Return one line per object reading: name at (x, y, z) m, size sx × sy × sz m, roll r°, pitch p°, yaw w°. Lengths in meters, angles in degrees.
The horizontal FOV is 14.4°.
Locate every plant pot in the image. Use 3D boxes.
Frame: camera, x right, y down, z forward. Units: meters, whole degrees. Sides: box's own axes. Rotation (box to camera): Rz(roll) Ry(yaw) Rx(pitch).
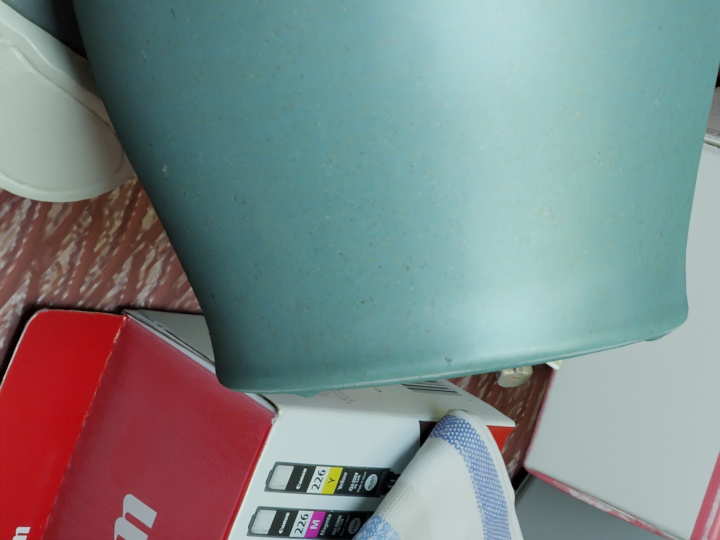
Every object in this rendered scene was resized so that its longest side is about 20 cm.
plant pot at (0.015, -0.067, 0.790) m, size 0.200 × 0.200 × 0.189 m, roll -11°, pitch 94°, yaw -45°

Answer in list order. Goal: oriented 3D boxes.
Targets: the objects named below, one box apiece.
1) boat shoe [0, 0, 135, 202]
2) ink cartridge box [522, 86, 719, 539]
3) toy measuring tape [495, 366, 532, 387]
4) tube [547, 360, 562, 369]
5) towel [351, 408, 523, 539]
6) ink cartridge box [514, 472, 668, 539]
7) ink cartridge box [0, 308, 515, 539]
boat shoe at (-0.126, -0.096, 0.797) m, size 0.200 × 0.073 × 0.062 m, roll 48°, pitch 32°, yaw -45°
ink cartridge box at (0.149, 0.007, 1.101) m, size 0.200 × 0.085 × 0.146 m, roll -19°, pitch 129°, yaw -64°
toy measuring tape at (0.000, 0.000, 0.987) m, size 0.074 × 0.073 × 0.200 m, roll -55°, pitch 150°, yaw -8°
tube at (0.049, -0.022, 0.960) m, size 0.200 × 0.058 × 0.052 m, roll -57°, pitch 142°, yaw -70°
towel at (0.005, 0.160, 0.950) m, size 0.200 × 0.024 × 0.147 m, roll -54°, pitch 143°, yaw -33°
ink cartridge box at (0.132, 0.184, 1.179) m, size 0.084 × 0.145 × 0.201 m, roll -51°, pitch 146°, yaw -43°
ink cartridge box at (-0.061, 0.121, 0.975) m, size 0.175 × 0.084 × 0.201 m, roll 6°, pitch 109°, yaw -50°
